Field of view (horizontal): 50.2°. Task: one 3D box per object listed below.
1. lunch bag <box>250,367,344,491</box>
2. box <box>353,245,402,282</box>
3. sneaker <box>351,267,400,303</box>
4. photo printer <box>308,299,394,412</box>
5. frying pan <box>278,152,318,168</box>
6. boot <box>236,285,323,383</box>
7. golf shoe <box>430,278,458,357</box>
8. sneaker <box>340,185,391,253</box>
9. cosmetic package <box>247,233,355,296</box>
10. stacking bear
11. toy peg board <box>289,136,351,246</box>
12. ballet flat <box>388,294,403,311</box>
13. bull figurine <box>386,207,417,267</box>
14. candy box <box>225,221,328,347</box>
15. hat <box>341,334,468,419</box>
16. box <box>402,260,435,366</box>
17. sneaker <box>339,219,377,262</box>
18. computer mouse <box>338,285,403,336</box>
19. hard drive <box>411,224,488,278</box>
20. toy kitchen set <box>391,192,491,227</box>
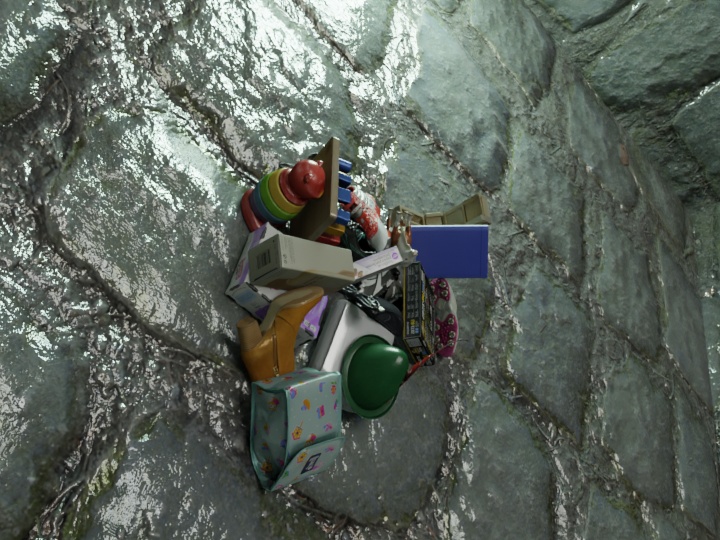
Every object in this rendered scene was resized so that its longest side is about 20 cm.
[{"bbox_3d":[-0.117,0.300,1.445,0.169,0.120,0.205,-6,97,-53],"label":"lunch bag"},{"bbox_3d":[0.000,0.000,1.735,0.197,0.041,0.039,-22,79,-19],"label":"box"},{"bbox_3d":[0.041,0.043,1.792,0.089,0.067,0.201,25,42,5],"label":"sneaker"},{"bbox_3d":[-0.023,0.189,1.630,0.166,0.069,0.203,38,58,-28],"label":"photo printer"},{"bbox_3d":[-0.114,-0.214,1.812,0.189,0.031,0.117,-27,90,-48],"label":"frying pan"},{"bbox_3d":[-0.144,0.130,1.496,0.199,0.070,0.146,-28,118,-25],"label":"boot"},{"bbox_3d":[0.224,0.124,1.973,0.091,0.074,0.204,28,56,-60],"label":"golf shoe"},{"bbox_3d":[0.006,-0.120,1.845,0.107,0.067,0.204,29,32,-33],"label":"sneaker"},{"bbox_3d":[-0.115,-0.007,1.522,0.198,0.104,0.073,11,63,-43],"label":"cosmetic package"},{"bbox_3d":[-0.150,-0.162,1.606,0.114,0.198,0.122,52,40,-12],"label":"stacking bear"},{"bbox_3d":[-0.068,-0.142,1.668,0.096,0.199,0.204,16,57,-26],"label":"toy peg board"},{"bbox_3d":[0.046,0.115,1.785,0.067,0.056,0.201,51,41,-14],"label":"ballet flat"},{"bbox_3d":[0.094,-0.081,1.863,0.064,0.200,0.124,8,98,-14],"label":"bull figurine"},{"bbox_3d":[-0.162,0.030,1.586,0.199,0.071,0.170,40,44,-26],"label":"candy box"},{"bbox_3d":[0.081,0.199,1.554,0.165,0.174,0.203,37,60,-31],"label":"hat"},{"bbox_3d":[0.141,0.106,1.850,0.160,0.048,0.203,57,30,-54],"label":"box"},{"bbox_3d":[-0.031,-0.098,1.799,0.201,0.079,0.075,54,46,-8],"label":"sneaker"},{"bbox_3d":[0.041,0.083,1.677,0.053,0.138,0.200,-54,140,-4],"label":"computer mouse"},{"bbox_3d":[0.225,-0.047,1.952,0.025,0.195,0.135,-80,169,-77],"label":"hard drive"},{"bbox_3d":[0.213,-0.099,1.981,0.179,0.198,0.166,18,56,-41],"label":"toy kitchen set"}]
